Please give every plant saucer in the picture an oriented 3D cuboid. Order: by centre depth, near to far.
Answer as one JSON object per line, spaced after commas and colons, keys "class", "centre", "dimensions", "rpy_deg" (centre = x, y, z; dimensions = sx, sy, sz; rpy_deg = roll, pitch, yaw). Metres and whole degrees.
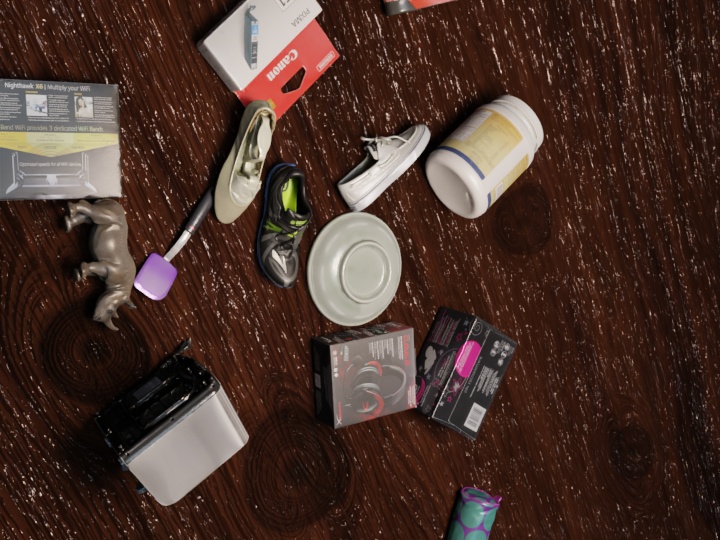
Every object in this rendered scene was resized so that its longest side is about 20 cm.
{"class": "plant saucer", "centre": [0.000, 0.000, 1.431], "dimensions": [0.196, 0.050, 0.206], "rpy_deg": [-5, 99, -31]}

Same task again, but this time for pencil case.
{"class": "pencil case", "centre": [0.220, 0.546, 1.629], "dimensions": [0.090, 0.085, 0.205], "rpy_deg": [14, 90, -16]}

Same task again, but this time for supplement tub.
{"class": "supplement tub", "centre": [0.229, -0.211, 1.489], "dimensions": [0.200, 0.143, 0.146], "rpy_deg": [-43, 117, -19]}

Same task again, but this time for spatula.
{"class": "spatula", "centre": [-0.278, -0.047, 1.265], "dimensions": [0.056, 0.020, 0.202], "rpy_deg": [39, 75, -29]}

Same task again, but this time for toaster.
{"class": "toaster", "centre": [-0.279, 0.226, 1.214], "dimensions": [0.199, 0.180, 0.120], "rpy_deg": [-38, 118, -21]}

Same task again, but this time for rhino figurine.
{"class": "rhino figurine", "centre": [-0.373, -0.008, 1.188], "dimensions": [0.086, 0.059, 0.205], "rpy_deg": [-16, 108, -34]}

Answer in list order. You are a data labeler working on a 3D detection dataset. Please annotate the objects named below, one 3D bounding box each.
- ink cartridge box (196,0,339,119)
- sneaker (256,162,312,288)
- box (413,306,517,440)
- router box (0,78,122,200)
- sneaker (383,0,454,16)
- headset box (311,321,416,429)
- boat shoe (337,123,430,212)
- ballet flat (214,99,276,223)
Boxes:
{"class": "ink cartridge box", "centre": [-0.135, -0.354, 1.298], "dimensions": [0.201, 0.044, 0.177], "rpy_deg": [-48, 117, -17]}
{"class": "sneaker", "centre": [-0.123, -0.072, 1.323], "dimensions": [0.069, 0.082, 0.205], "rpy_deg": [1, 97, -31]}
{"class": "box", "centre": [0.185, 0.193, 1.539], "dimensions": [0.131, 0.114, 0.204], "rpy_deg": [31, 82, -32]}
{"class": "router box", "centre": [-0.435, -0.180, 1.127], "dimensions": [0.196, 0.052, 0.162], "rpy_deg": [-4, 99, -32]}
{"class": "sneaker", "centre": [0.121, -0.521, 1.421], "dimensions": [0.198, 0.067, 0.111], "rpy_deg": [-22, 110, -25]}
{"class": "headset box", "centre": [0.017, 0.181, 1.452], "dimensions": [0.196, 0.074, 0.153], "rpy_deg": [-8, 101, -31]}
{"class": "boat shoe", "centre": [0.033, -0.202, 1.415], "dimensions": [0.202, 0.074, 0.086], "rpy_deg": [-44, 115, -8]}
{"class": "ballet flat", "centre": [-0.176, -0.166, 1.268], "dimensions": [0.068, 0.069, 0.205], "rpy_deg": [12, 99, -32]}
